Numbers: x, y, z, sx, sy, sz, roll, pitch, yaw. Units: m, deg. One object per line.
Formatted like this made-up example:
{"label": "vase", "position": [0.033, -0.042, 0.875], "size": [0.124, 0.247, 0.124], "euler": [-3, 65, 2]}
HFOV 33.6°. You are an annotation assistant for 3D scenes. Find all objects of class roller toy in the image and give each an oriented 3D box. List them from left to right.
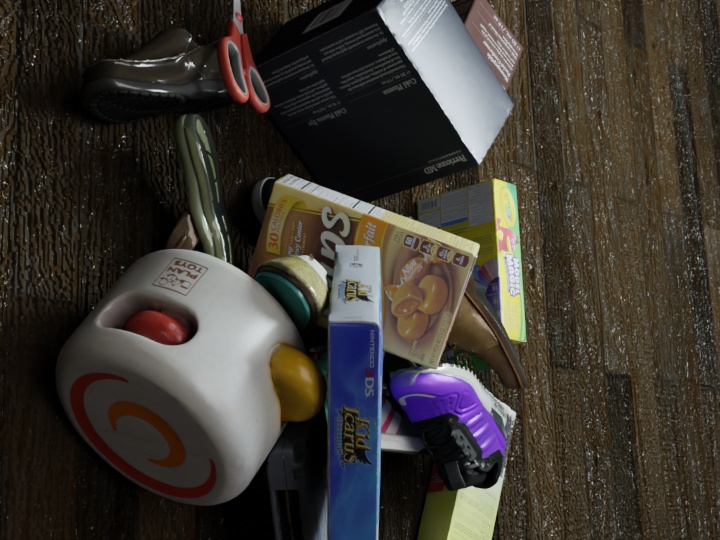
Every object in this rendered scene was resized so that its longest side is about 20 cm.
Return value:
{"label": "roller toy", "position": [-0.138, 0.082, 0.966], "size": [0.182, 0.199, 0.140], "euler": [45, 50, -12]}

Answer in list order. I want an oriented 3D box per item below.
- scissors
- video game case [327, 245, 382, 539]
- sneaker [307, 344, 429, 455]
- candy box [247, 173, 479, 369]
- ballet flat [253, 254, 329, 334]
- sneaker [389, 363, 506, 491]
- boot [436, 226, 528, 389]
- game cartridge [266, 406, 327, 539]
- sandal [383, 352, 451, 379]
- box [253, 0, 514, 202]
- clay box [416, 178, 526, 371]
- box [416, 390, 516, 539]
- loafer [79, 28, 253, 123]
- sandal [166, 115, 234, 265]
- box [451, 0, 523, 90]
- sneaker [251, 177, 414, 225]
{"label": "scissors", "position": [-0.120, -0.235, 1.133], "size": [0.073, 0.014, 0.203], "euler": [31, 41, -54]}
{"label": "video game case", "position": [-0.004, 0.103, 1.004], "size": [0.182, 0.045, 0.204], "euler": [-92, -178, -70]}
{"label": "sneaker", "position": [0.011, 0.118, 1.196], "size": [0.198, 0.083, 0.123], "euler": [15, 78, -42]}
{"label": "candy box", "position": [0.000, 0.000, 1.112], "size": [0.055, 0.197, 0.117], "euler": [-53, 163, -75]}
{"label": "ballet flat", "position": [-0.059, 0.022, 1.013], "size": [0.069, 0.200, 0.072], "euler": [5, 71, -16]}
{"label": "sneaker", "position": [0.093, 0.162, 1.171], "size": [0.200, 0.069, 0.101], "euler": [38, 48, -49]}
{"label": "boot", "position": [0.100, 0.053, 1.189], "size": [0.201, 0.075, 0.074], "euler": [53, 4, -25]}
{"label": "game cartridge", "position": [-0.048, 0.212, 1.064], "size": [0.134, 0.040, 0.203], "euler": [-66, 154, -65]}
{"label": "sandal", "position": [0.055, 0.085, 1.254], "size": [0.201, 0.079, 0.058], "euler": [50, 35, -25]}
{"label": "box", "position": [0.017, -0.180, 1.189], "size": [0.183, 0.198, 0.105], "euler": [54, 47, -22]}
{"label": "clay box", "position": [0.121, 0.012, 1.310], "size": [0.047, 0.114, 0.204], "euler": [9, 74, -45]}
{"label": "box", "position": [0.114, 0.231, 1.293], "size": [0.075, 0.050, 0.203], "euler": [36, 57, -35]}
{"label": "loafer", "position": [-0.181, -0.181, 1.083], "size": [0.199, 0.072, 0.072], "euler": [-15, 87, -57]}
{"label": "sandal", "position": [-0.149, -0.036, 1.071], "size": [0.080, 0.056, 0.205], "euler": [-89, 170, -82]}
{"label": "box", "position": [0.113, -0.219, 1.394], "size": [0.100, 0.074, 0.202], "euler": [44, 53, -30]}
{"label": "sneaker", "position": [-0.007, -0.043, 1.188], "size": [0.199, 0.111, 0.074], "euler": [39, 45, -35]}
